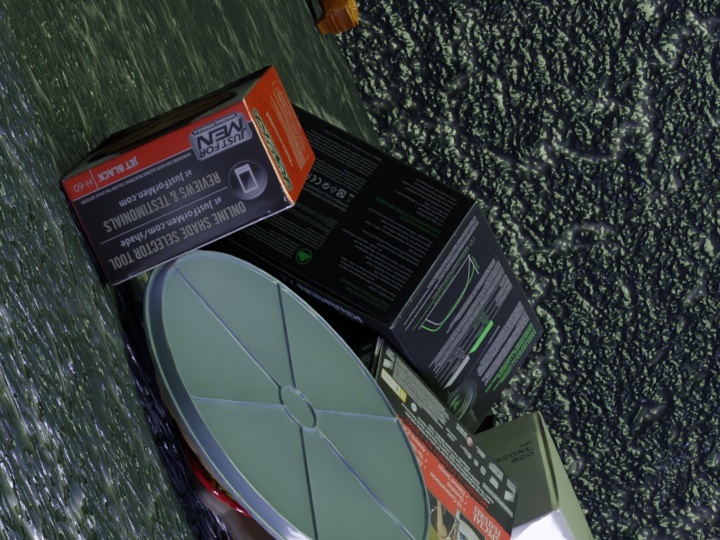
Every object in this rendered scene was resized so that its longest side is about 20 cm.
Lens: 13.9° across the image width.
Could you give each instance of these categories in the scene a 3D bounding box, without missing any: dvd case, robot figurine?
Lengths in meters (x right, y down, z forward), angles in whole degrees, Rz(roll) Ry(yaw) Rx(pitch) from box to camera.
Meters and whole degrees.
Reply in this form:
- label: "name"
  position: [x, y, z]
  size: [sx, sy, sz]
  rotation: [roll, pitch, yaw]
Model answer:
- label: "dvd case"
  position: [0.028, 0.156, 1.624]
  size: [0.146, 0.022, 0.200]
  rotation: [47, 37, -32]
- label: "robot figurine"
  position: [-0.051, -0.369, 3.423]
  size: [0.200, 0.058, 0.145]
  rotation: [-105, 171, -50]

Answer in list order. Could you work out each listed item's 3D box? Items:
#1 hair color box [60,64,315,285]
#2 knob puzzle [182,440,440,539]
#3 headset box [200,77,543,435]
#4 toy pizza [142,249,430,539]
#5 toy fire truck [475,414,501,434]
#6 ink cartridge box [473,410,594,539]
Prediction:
- label: "hair color box"
  position: [-0.084, -0.052, 1.509]
  size: [0.200, 0.101, 0.061]
  rotation: [-82, 148, -81]
- label: "knob puzzle"
  position: [-0.036, 0.108, 1.515]
  size: [0.220, 0.030, 0.220]
  rotation: [40, 27, -25]
- label: "headset box"
  position: [0.000, 0.000, 1.760]
  size: [0.174, 0.093, 0.200]
  rotation: [29, -13, 25]
- label: "toy pizza"
  position: [-0.041, 0.077, 1.474]
  size: [0.200, 0.032, 0.200]
  rotation: [41, 25, -24]
- label: "toy fire truck"
  position: [0.060, 0.127, 2.240]
  size: [0.200, 0.128, 0.176]
  rotation: [-92, 162, -47]
- label: "ink cartridge box"
  position: [0.085, 0.220, 1.815]
  size: [0.145, 0.147, 0.200]
  rotation: [-99, 165, -68]
